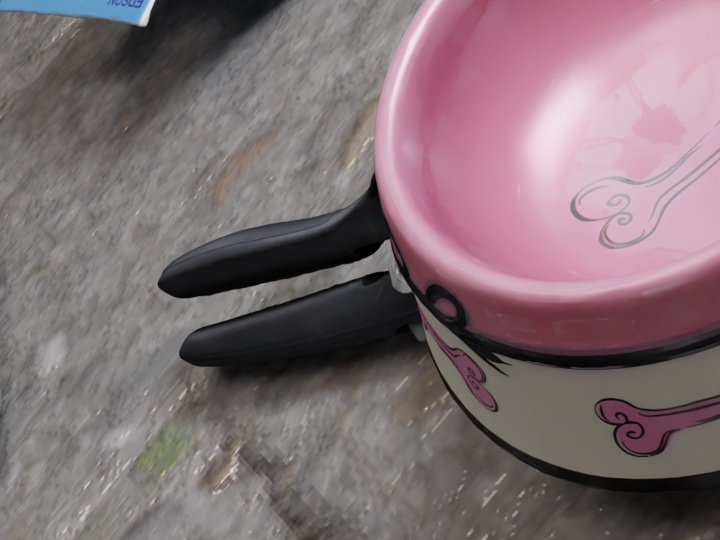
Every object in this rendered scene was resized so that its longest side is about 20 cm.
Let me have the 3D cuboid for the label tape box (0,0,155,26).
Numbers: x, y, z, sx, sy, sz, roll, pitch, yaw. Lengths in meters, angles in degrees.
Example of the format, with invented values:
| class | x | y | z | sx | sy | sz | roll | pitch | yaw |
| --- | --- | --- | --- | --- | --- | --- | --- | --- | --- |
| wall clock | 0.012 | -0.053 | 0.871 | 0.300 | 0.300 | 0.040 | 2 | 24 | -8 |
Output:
| class | x | y | z | sx | sy | sz | roll | pitch | yaw |
| --- | --- | --- | --- | --- | --- | --- | --- | --- | --- |
| label tape box | -0.059 | -0.178 | 1.161 | 0.143 | 0.066 | 0.200 | 12 | 68 | 57 |

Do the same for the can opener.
| class | x | y | z | sx | sy | sz | roll | pitch | yaw |
| --- | --- | --- | --- | --- | --- | --- | --- | --- | --- |
| can opener | 0.000 | 0.000 | 0.902 | 0.200 | 0.079 | 0.063 | -23 | 78 | 43 |

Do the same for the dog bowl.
| class | x | y | z | sx | sy | sz | roll | pitch | yaw |
| --- | --- | --- | --- | --- | --- | --- | --- | --- | --- |
| dog bowl | 0.092 | -0.041 | 0.745 | 0.200 | 0.074 | 0.200 | -18 | 49 | 21 |
